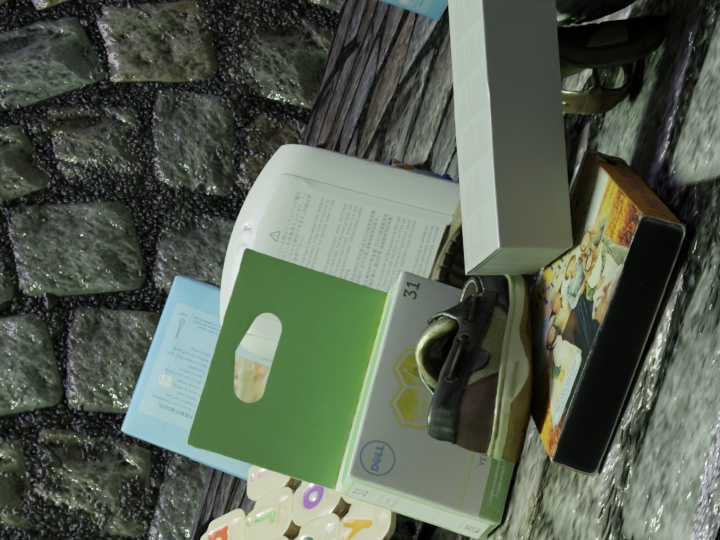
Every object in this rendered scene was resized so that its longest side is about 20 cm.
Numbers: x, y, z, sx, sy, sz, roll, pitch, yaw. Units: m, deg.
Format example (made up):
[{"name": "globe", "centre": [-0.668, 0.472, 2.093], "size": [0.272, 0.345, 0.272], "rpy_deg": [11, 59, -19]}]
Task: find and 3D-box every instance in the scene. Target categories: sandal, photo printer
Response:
[{"name": "sandal", "centre": [0.148, -0.128, 1.448], "size": [0.201, 0.079, 0.058], "rpy_deg": [175, 86, -85]}, {"name": "photo printer", "centre": [0.000, 0.000, 1.669], "size": [0.069, 0.199, 0.167], "rpy_deg": [70, -145, -72]}]

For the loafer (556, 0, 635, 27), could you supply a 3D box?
[{"name": "loafer", "centre": [0.140, -0.198, 1.394], "size": [0.200, 0.070, 0.070], "rpy_deg": [124, 129, -79]}]

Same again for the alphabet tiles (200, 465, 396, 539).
[{"name": "alphabet tiles", "centre": [-0.044, 0.200, 1.564], "size": [0.195, 0.015, 0.201], "rpy_deg": [-29, 44, 34]}]

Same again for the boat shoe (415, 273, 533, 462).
[{"name": "boat shoe", "centre": [0.065, 0.047, 1.339], "size": [0.200, 0.064, 0.074], "rpy_deg": [-92, 12, -71]}]

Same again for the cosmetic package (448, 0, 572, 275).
[{"name": "cosmetic package", "centre": [0.089, -0.103, 1.352], "size": [0.083, 0.050, 0.201], "rpy_deg": [141, 128, -73]}]

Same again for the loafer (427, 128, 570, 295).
[{"name": "loafer", "centre": [0.093, -0.018, 1.544], "size": [0.068, 0.076, 0.201], "rpy_deg": [117, 178, -63]}]

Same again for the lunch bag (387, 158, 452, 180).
[{"name": "lunch bag", "centre": [0.030, 0.007, 1.957], "size": [0.200, 0.075, 0.161], "rpy_deg": [-84, 12, -59]}]

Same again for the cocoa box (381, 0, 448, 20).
[{"name": "cocoa box", "centre": [0.067, -0.390, 2.479], "size": [0.200, 0.133, 0.132], "rpy_deg": [122, 164, -64]}]

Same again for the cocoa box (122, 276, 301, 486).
[{"name": "cocoa box", "centre": [-0.065, 0.099, 1.768], "size": [0.131, 0.199, 0.134], "rpy_deg": [30, -100, -83]}]

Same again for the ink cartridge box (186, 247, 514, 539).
[{"name": "ink cartridge box", "centre": [0.006, 0.071, 1.430], "size": [0.048, 0.199, 0.146], "rpy_deg": [124, 164, -66]}]

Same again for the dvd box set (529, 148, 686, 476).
[{"name": "dvd box set", "centre": [0.131, 0.018, 1.289], "size": [0.200, 0.029, 0.147], "rpy_deg": [-101, 30, -76]}]

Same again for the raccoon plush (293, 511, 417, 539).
[{"name": "raccoon plush", "centre": [0.030, 0.184, 1.591], "size": [0.200, 0.097, 0.134], "rpy_deg": [19, 76, 54]}]
